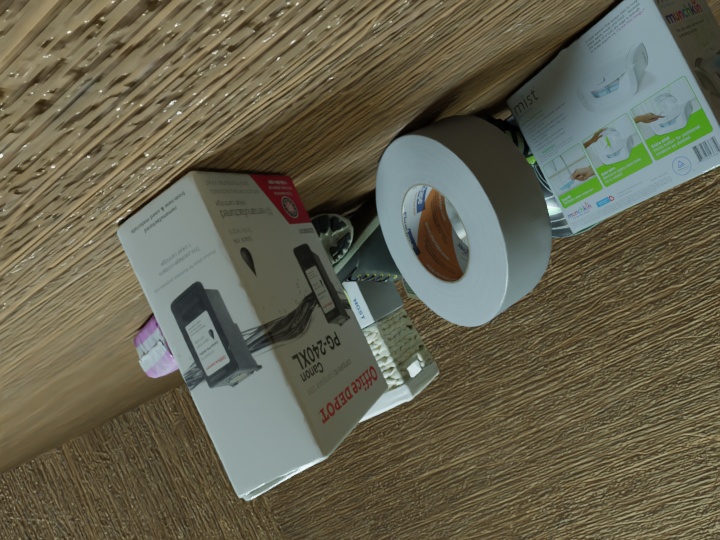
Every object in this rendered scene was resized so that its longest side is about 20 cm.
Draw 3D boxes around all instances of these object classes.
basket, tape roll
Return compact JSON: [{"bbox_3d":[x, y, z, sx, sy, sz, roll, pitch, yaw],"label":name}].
[{"bbox_3d":[0.006,0.163,0.928,0.197,0.126,0.135,-31,174,28],"label":"basket"},{"bbox_3d":[0.098,-0.049,0.589,0.065,0.205,0.200,-25,176,-25],"label":"tape roll"}]

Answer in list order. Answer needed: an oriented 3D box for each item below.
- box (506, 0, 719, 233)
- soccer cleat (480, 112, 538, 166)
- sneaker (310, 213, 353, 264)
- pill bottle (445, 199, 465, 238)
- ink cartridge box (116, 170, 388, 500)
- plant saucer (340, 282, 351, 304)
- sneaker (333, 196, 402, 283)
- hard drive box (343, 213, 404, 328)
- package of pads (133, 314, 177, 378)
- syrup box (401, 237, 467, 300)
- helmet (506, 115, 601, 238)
[{"bbox_3d":[0.279,-0.166,0.606,0.095,0.181,0.199,-25,175,-30],"label":"box"},{"bbox_3d":[0.178,-0.155,0.701,0.197,0.083,0.067,-24,177,-39],"label":"soccer cleat"},{"bbox_3d":[-0.095,-0.007,0.724,0.195,0.079,0.080,-27,-170,3],"label":"sneaker"},{"bbox_3d":[0.110,-0.092,0.803,0.114,0.119,0.200,-28,177,7],"label":"pill bottle"},{"bbox_3d":[-0.070,0.037,0.435,0.082,0.205,0.145,-28,177,21],"label":"ink cartridge box"},{"bbox_3d":[-0.105,0.021,0.621,0.192,0.032,0.202,1,152,1],"label":"plant saucer"},{"bbox_3d":[0.000,0.000,0.781,0.074,0.108,0.200,6,-134,51],"label":"sneaker"},{"bbox_3d":[-0.045,0.028,0.914,0.076,0.159,0.199,-22,173,-42],"label":"hard drive box"},{"bbox_3d":[-0.218,0.075,0.828,0.197,0.078,0.119,-26,179,-42],"label":"package of pads"},{"bbox_3d":[0.144,-0.046,0.955,0.077,0.083,0.202,12,-125,33],"label":"syrup box"},{"bbox_3d":[0.288,-0.145,0.855,0.196,0.195,0.200,-27,176,-2],"label":"helmet"}]
